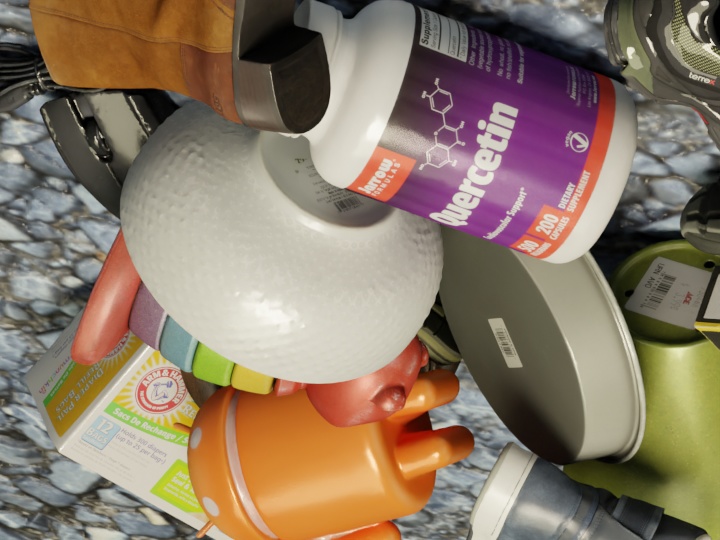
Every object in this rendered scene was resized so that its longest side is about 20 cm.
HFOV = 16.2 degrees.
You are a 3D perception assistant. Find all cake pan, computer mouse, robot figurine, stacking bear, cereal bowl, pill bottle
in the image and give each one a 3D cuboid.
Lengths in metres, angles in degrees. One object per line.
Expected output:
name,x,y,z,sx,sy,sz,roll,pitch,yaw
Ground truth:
cake pan,0.106,0.036,1.577,0.037,0.200,0.200,-25,159,-19
computer mouse,-0.154,-0.073,1.606,0.138,0.053,0.200,-10,145,34
robot figurine,-0.028,0.119,1.669,0.200,0.117,0.144,-15,127,21
stacking bear,-0.057,0.031,1.555,0.200,0.121,0.114,24,117,3
cereal bowl,-0.035,-0.036,1.491,0.200,0.200,0.083,21,133,-16
pill bottle,0.049,-0.084,1.439,0.200,0.113,0.112,19,152,-13

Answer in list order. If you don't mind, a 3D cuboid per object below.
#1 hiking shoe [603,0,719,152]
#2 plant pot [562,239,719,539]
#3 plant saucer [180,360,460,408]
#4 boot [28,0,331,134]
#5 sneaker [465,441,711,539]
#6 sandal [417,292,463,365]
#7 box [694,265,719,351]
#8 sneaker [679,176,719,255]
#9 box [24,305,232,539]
hiking shoe,0.231,-0.102,1.372,0.200,0.076,0.101,27,152,-24
plant pot,0.212,0.082,1.639,0.187,0.187,0.200,3,139,17
plant saucer,-0.024,0.060,1.730,0.200,0.032,0.200,-5,130,-6
boot,-0.107,-0.176,1.379,0.200,0.068,0.189,17,130,39
sneaker,0.143,0.175,1.596,0.146,0.077,0.202,25,172,6
sandal,0.000,0.001,1.630,0.057,0.080,0.201,-18,133,28
box,0.318,0.065,1.522,0.160,0.049,0.200,2,153,38
sneaker,0.288,-0.015,1.495,0.200,0.075,0.079,1,131,20
box,-0.125,0.105,1.827,0.200,0.101,0.113,33,103,-34
